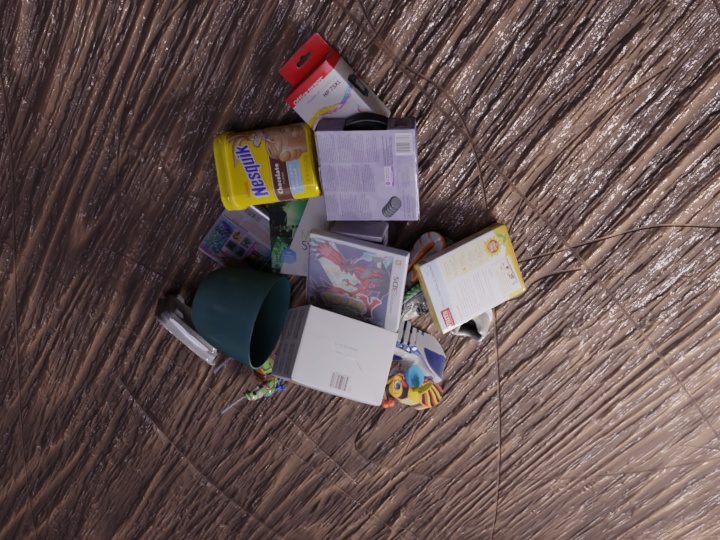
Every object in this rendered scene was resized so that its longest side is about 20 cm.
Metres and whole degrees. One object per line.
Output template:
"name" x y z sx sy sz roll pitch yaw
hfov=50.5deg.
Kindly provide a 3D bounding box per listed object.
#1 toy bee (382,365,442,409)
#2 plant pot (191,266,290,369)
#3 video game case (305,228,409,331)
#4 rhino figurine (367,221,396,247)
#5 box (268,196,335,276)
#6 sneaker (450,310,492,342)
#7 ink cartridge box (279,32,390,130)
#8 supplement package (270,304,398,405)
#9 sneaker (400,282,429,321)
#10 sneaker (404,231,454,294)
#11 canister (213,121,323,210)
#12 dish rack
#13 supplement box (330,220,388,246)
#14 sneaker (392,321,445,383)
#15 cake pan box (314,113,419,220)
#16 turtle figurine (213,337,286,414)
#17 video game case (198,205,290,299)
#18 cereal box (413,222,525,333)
"toy bee" 0.084 0.257 1.639 0.197 0.110 0.131 24 147 -6
"plant pot" -0.260 0.086 1.614 0.158 0.201 0.204 17 127 13
"video game case" -0.011 0.021 1.487 0.196 0.023 0.185 14 126 11
"rhino figurine" 0.028 -0.089 1.529 0.085 0.060 0.203 -1 125 12
"box" -0.115 -0.088 1.546 0.141 0.036 0.204 5 110 16
"sneaker" 0.182 0.083 1.589 0.196 0.093 0.077 20 127 0
"ink cartridge box" -0.053 -0.314 1.389 0.116 0.068 0.200 -36 110 30
"supplement package" -0.057 0.169 1.528 0.188 0.150 0.200 19 170 -15
"sneaker" 0.161 0.058 1.531 0.197 0.086 0.078 -22 159 -2
"sneaker" 0.117 -0.004 1.556 0.199 0.076 0.079 -38 65 36
"canister" -0.170 -0.202 1.463 0.196 0.086 0.152 -6 98 17
"dish rack" -0.380 0.121 1.707 0.171 0.200 0.044 43 89 -17
"supplement box" 0.000 0.000 1.522 0.106 0.061 0.203 8 124 13
"sneaker" 0.091 0.173 1.691 0.199 0.081 0.114 41 138 -24
"cake pan box" 0.016 -0.185 1.393 0.180 0.053 0.203 -2 127 8
"turtle figurine" -0.264 0.222 1.761 0.195 0.145 0.197 8 122 3
"video game case" -0.226 -0.052 1.638 0.198 0.024 0.182 35 125 -12
"cereal box" 0.214 0.014 1.485 0.197 0.039 0.146 -25 106 -13
